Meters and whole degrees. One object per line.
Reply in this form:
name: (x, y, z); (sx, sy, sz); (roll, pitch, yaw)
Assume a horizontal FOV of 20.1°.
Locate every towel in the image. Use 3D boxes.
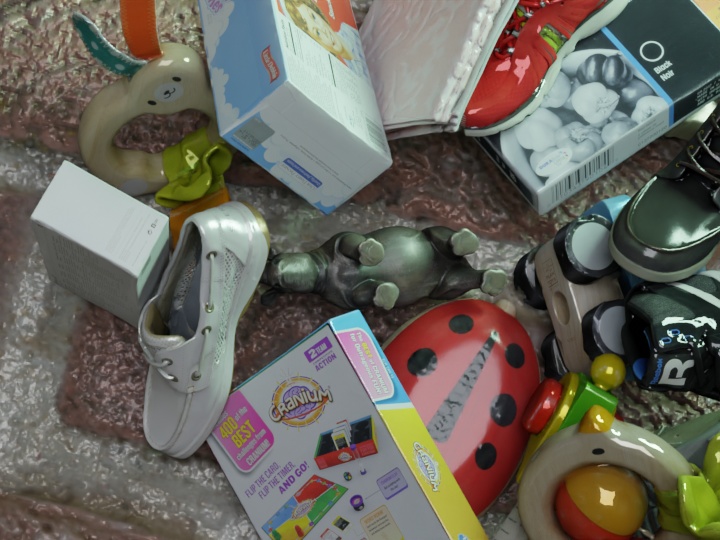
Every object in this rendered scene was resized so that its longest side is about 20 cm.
towel: (0.052, -0.182, 1.487); (0.032, 0.191, 0.201); (32, 75, -26)

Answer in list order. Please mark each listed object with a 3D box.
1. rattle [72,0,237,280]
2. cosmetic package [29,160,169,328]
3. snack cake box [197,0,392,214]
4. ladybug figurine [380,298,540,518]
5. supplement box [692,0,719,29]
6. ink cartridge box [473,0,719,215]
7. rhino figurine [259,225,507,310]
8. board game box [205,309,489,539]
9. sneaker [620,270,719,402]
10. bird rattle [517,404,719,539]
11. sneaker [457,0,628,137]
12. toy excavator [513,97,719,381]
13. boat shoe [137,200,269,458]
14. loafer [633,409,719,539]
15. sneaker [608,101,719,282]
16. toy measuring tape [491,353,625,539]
rattle: (-0.140, -0.086, 1.423); (0.129, 0.200, 0.144); (3, 59, 0)
cosmetic package: (-0.178, -0.015, 1.414); (0.082, 0.200, 0.051); (27, 77, 0)
snack cake box: (-0.052, -0.151, 1.449); (0.067, 0.115, 0.201); (-37, 41, 23)
ladybug figurine: (0.061, 0.105, 1.478); (0.135, 0.072, 0.201); (27, 76, 1)
supplement box: (0.321, -0.136, 1.560); (0.069, 0.067, 0.201); (-32, 82, -11)
ink cartridge box: (0.153, -0.167, 1.531); (0.197, 0.043, 0.200); (-34, 62, -12)
rhino figurine: (0.000, 0.000, 1.473); (0.198, 0.087, 0.060); (-4, 95, -21)
board game box: (-0.013, 0.152, 1.429); (0.040, 0.153, 0.201); (-18, 76, -55)
sneaker: (0.251, 0.077, 1.374); (0.111, 0.074, 0.200); (-10, 36, -32)
bird rattle: (0.184, 0.173, 1.399); (0.163, 0.200, 0.113); (36, 41, -3)
sneaker: (0.122, -0.185, 1.470); (0.077, 0.085, 0.200); (33, 70, 23)
toy excavator: (0.220, -0.022, 1.522); (0.199, 0.100, 0.196); (-12, 78, -22)
boat shoe: (-0.127, 0.043, 1.425); (0.071, 0.069, 0.201); (35, 118, 38)
loafer: (0.224, 0.157, 1.491); (0.199, 0.070, 0.076); (-23, 96, 4)
sneaker: (0.248, -0.078, 1.437); (0.075, 0.107, 0.200); (34, 48, 19)
toy measuring tape: (0.133, 0.139, 1.453); (0.073, 0.074, 0.201); (30, 111, 1)
